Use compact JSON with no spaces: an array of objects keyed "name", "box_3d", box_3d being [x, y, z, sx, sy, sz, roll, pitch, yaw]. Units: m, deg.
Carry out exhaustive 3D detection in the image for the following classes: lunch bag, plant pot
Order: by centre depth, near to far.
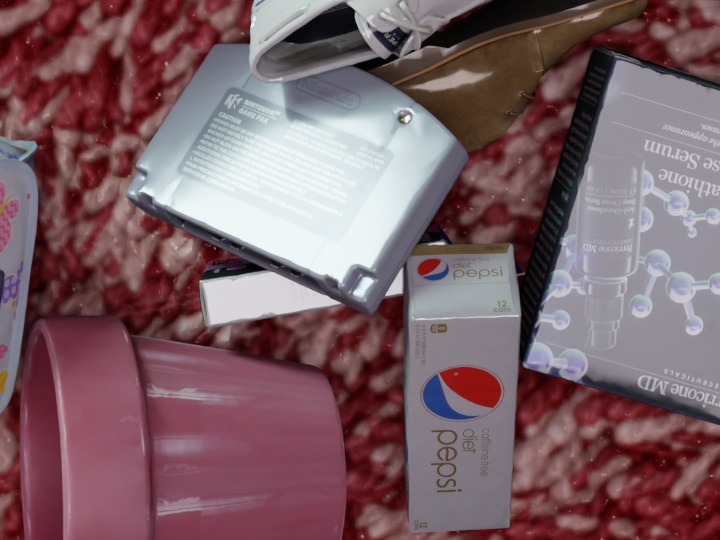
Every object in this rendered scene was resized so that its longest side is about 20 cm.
[{"name":"lunch bag","box_3d":[-0.260,0.004,1.422,0.126,0.200,0.171,10,96,-2]},{"name":"plant pot","box_3d":[-0.110,0.126,1.455,0.177,0.200,0.202,-3,98,-16]}]

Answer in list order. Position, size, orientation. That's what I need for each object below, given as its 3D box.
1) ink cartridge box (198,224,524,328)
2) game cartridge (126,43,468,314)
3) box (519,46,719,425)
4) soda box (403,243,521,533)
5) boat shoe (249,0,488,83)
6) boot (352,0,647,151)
[{"name":"ink cartridge box","box_3d":[0.000,0.000,1.477,0.198,0.095,0.037,-7,97,0]},{"name":"game cartridge","box_3d":[-0.036,-0.064,1.436,0.199,0.040,0.134,25,79,34]},{"name":"box","box_3d":[0.191,-0.022,1.471,0.147,0.107,0.202,15,98,-3]},{"name":"soda box","box_3d":[0.061,0.074,1.450,0.067,0.064,0.201,-2,136,-1]},{"name":"boat shoe","box_3d":[0.020,-0.155,1.396,0.199,0.066,0.073,-18,139,34]},{"name":"boot","box_3d":[0.094,-0.130,1.481,0.199,0.074,0.076,-21,107,11]}]
